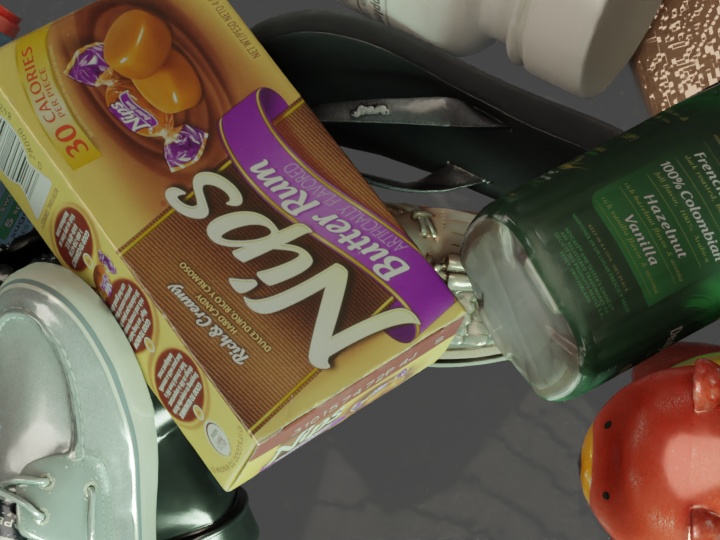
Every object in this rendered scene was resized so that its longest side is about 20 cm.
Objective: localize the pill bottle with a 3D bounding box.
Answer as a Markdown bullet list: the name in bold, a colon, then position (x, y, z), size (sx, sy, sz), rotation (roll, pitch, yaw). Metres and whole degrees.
- **pill bottle**: position (0.034, -0.159, 1.061), size (0.200, 0.114, 0.115), rotation (30, 91, 17)

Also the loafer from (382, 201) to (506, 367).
- **loafer**: position (0.000, 0.000, 1.074), size (0.199, 0.063, 0.072), rotation (8, 82, 17)

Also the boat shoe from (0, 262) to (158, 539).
- **boat shoe**: position (-0.127, 0.100, 0.994), size (0.070, 0.071, 0.201), rotation (5, 112, 30)

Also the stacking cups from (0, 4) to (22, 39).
- **stacking cups**: position (-0.234, -0.049, 1.155), size (0.060, 0.061, 0.200), rotation (32, 88, 17)

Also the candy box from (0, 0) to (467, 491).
- **candy box**: position (-0.063, -0.022, 1.007), size (0.117, 0.056, 0.200), rotation (-30, 75, -29)

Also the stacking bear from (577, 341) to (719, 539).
- **stacking bear**: position (0.141, 0.081, 0.951), size (0.113, 0.200, 0.122), rotation (6, 84, 16)

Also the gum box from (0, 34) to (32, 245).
- **gum box**: position (-0.207, -0.035, 1.058), size (0.044, 0.200, 0.170), rotation (29, 91, 19)

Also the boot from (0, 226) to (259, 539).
- **boot**: position (-0.151, 0.074, 1.070), size (0.198, 0.073, 0.163), rotation (-19, 107, 6)

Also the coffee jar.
- **coffee jar**: position (0.145, -0.028, 0.984), size (0.200, 0.104, 0.085), rotation (-29, 83, -14)

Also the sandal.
- **sandal**: position (0.031, -0.060, 1.052), size (0.200, 0.076, 0.043), rotation (18, 56, 9)
